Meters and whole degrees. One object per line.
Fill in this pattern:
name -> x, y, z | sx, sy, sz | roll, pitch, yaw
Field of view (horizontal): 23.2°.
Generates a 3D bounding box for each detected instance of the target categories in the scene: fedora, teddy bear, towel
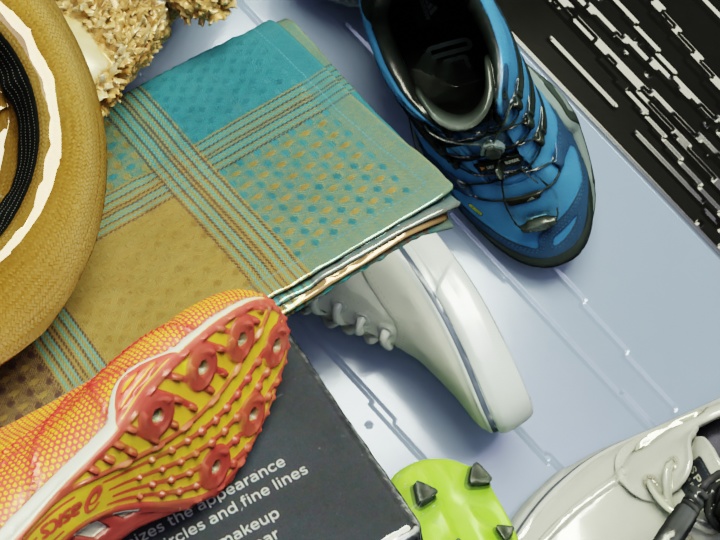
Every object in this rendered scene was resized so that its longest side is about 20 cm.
fedora -> -0.191, -0.037, 0.625 | 0.200, 0.082, 0.201 | 7, 75, -27
teddy bear -> -0.111, -0.107, 0.752 | 0.145, 0.200, 0.067 | -35, 113, 16
towel -> -0.080, -0.018, 0.699 | 0.200, 0.022, 0.147 | -30, 50, -13

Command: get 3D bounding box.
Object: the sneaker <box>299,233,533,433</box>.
sneaker -> 0.000, 0.000, 0.797 | 0.071, 0.073, 0.200 | -35, 74, -4

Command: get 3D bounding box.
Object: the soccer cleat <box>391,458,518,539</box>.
soccer cleat -> 0.057, 0.175, 0.733 | 0.067, 0.081, 0.201 | -8, 60, -24

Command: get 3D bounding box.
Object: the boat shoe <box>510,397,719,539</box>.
boat shoe -> 0.149, 0.100, 0.785 | 0.199, 0.066, 0.072 | -24, 80, -12

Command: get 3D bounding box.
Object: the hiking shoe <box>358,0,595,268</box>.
hiking shoe -> 0.045, -0.070, 0.767 | 0.074, 0.087, 0.200 | -22, 120, 19

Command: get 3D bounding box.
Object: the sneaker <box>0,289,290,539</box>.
sneaker -> -0.105, 0.068, 0.603 | 0.077, 0.073, 0.200 | 28, 57, 39

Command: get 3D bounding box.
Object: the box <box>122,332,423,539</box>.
box -> -0.101, 0.103, 0.692 | 0.196, 0.118, 0.200 | -27, 53, -12

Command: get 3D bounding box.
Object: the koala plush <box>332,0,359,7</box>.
koala plush -> 0.032, -0.206, 0.816 | 0.177, 0.184, 0.200 | 32, 96, 4

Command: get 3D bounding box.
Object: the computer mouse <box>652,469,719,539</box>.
computer mouse -> 0.146, 0.184, 0.737 | 0.140, 0.046, 0.200 | 44, 78, -30
